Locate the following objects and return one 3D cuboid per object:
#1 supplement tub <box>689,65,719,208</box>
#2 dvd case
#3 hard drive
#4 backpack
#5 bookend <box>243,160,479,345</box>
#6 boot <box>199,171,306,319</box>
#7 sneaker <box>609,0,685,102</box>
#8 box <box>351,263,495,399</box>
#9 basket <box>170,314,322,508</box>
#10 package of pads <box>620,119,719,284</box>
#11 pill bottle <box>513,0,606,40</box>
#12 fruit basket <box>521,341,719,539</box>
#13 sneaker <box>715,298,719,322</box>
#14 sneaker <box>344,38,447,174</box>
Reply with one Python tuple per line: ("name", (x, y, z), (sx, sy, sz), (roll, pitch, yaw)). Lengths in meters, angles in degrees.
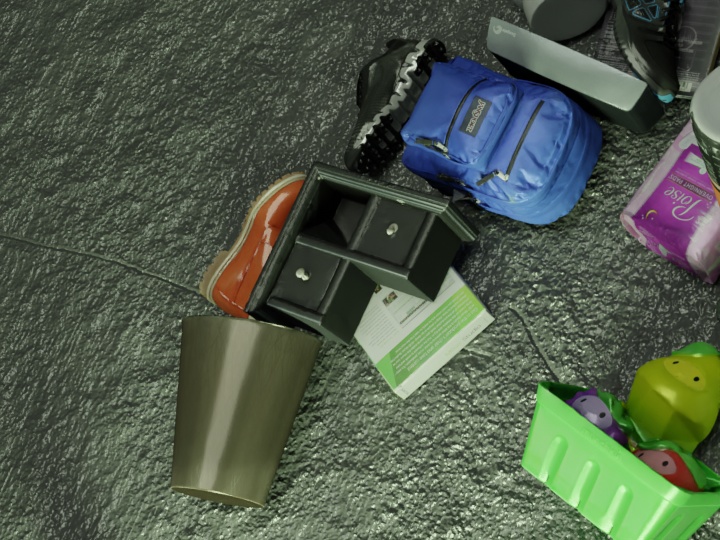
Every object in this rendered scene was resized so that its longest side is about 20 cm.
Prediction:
("supplement tub", (0.400, -0.106, 1.455), (0.122, 0.200, 0.123), (-14, 51, 18))
("dvd case", (0.357, -0.302, 1.738), (0.148, 0.016, 0.201), (13, 84, 35))
("hard drive", (0.241, -0.219, 1.697), (0.199, 0.135, 0.042), (28, 90, 22))
("backpack", (0.159, -0.143, 1.702), (0.199, 0.168, 0.163), (26, 93, 33))
("bookend", (0.000, 0.000, 1.724), (0.198, 0.092, 0.201), (19, 79, 34))
("boot", (-0.104, -0.022, 1.851), (0.107, 0.075, 0.201), (37, 97, 33))
("sneaker", (0.330, -0.287, 1.695), (0.082, 0.073, 0.201), (-26, 64, 25))
("box", (0.048, 0.033, 1.761), (0.144, 0.036, 0.200), (-41, 54, 6))
("basket", (-0.148, 0.168, 1.750), (0.179, 0.136, 0.201), (5, 74, 25))
("package of pads", (0.384, -0.099, 1.612), (0.120, 0.076, 0.200), (35, 87, 38))
("pill bottle", (0.223, -0.385, 1.808), (0.114, 0.114, 0.201), (-25, 58, 16))
("fruit basket", (0.291, 0.160, 1.512), (0.215, 0.155, 0.217), (-7, 79, 37))
("sneaker", (0.438, -0.019, 1.556), (0.200, 0.075, 0.085), (-42, 48, -5))
("sneaker", (0.025, -0.210, 1.869), (0.090, 0.066, 0.201), (22, 76, 37))
